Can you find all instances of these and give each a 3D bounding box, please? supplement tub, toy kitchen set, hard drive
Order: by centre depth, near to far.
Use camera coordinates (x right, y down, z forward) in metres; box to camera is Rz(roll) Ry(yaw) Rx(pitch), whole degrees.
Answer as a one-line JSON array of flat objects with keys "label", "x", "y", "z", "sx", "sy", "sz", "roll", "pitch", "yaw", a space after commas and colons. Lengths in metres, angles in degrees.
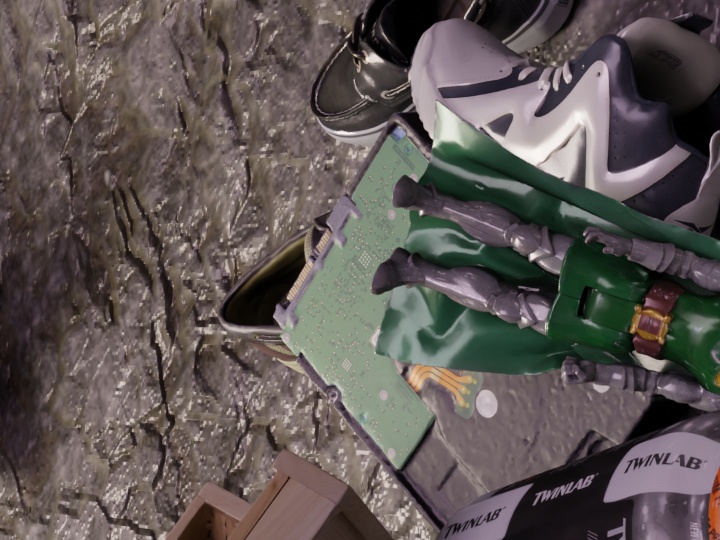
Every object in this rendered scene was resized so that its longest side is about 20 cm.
[{"label": "supplement tub", "x": 0.125, "y": 0.129, "z": 1.183, "sx": 0.200, "sy": 0.122, "sz": 0.123, "roll": -27, "pitch": 60, "yaw": 51}, {"label": "toy kitchen set", "x": -0.075, "y": 0.169, "z": 1.290, "sx": 0.180, "sy": 0.200, "sz": 0.163, "roll": 27, "pitch": 74, "yaw": 34}, {"label": "hard drive", "x": 0.052, "y": 0.040, "z": 1.345, "sx": 0.200, "sy": 0.038, "sz": 0.140, "roll": 48, "pitch": 122, "yaw": 29}]

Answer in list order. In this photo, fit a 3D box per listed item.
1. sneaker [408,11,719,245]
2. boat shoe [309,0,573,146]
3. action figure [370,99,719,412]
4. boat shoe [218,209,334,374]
[{"label": "sneaker", "x": 0.106, "y": -0.081, "z": 1.303, "sx": 0.130, "sy": 0.079, "sz": 0.199, "roll": -58, "pitch": 41, "yaw": 27}, {"label": "boat shoe", "x": 0.027, "y": -0.120, "z": 1.450, "sx": 0.200, "sy": 0.057, "sz": 0.069, "roll": -29, "pitch": 58, "yaw": 49}, {"label": "action figure", "x": 0.106, "y": 0.013, "z": 1.229, "sx": 0.200, "sy": 0.055, "sz": 0.118, "roll": 18, "pitch": 110, "yaw": 17}, {"label": "boat shoe", "x": 0.000, "y": -0.001, "z": 1.453, "sx": 0.201, "sy": 0.066, "sz": 0.072, "roll": -33, "pitch": 55, "yaw": 48}]
